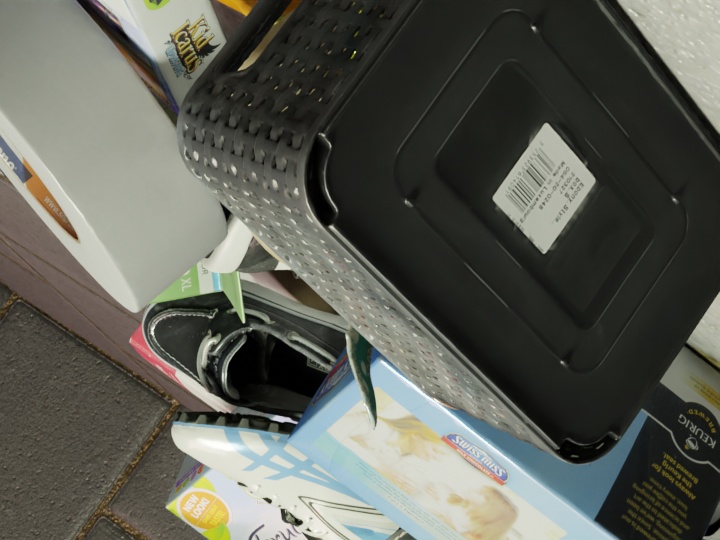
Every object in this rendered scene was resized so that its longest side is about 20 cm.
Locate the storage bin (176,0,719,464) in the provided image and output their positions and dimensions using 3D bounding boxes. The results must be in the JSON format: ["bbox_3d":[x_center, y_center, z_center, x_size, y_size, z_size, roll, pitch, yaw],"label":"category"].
[{"bbox_3d":[0.046,-0.036,0.696,0.200,0.136,0.094,44,167,-36],"label":"storage bin"}]

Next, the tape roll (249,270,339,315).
[{"bbox_3d":[0.000,0.000,1.165,0.202,0.071,0.203,35,168,8],"label":"tape roll"}]

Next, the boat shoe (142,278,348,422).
[{"bbox_3d":[-0.069,0.054,1.115,0.199,0.072,0.068,16,-158,34],"label":"boat shoe"}]

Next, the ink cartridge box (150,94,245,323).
[{"bbox_3d":[-0.128,-0.045,1.136,0.200,0.059,0.105,-129,32,-61],"label":"ink cartridge box"}]

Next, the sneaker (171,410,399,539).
[{"bbox_3d":[-0.029,0.137,1.108,0.199,0.073,0.072,25,170,-22],"label":"sneaker"}]

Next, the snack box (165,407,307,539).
[{"bbox_3d":[-0.003,0.158,1.226,0.200,0.068,0.169,39,124,-14],"label":"snack box"}]

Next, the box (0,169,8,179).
[{"bbox_3d":[-0.274,-0.154,1.277,0.199,0.105,0.148,35,169,7],"label":"box"}]

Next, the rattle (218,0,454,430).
[{"bbox_3d":[-0.021,-0.039,0.824,0.142,0.130,0.201,12,134,36],"label":"rattle"}]

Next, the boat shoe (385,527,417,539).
[{"bbox_3d":[0.068,0.106,1.088,0.063,0.200,0.071,46,147,-2],"label":"boat shoe"}]

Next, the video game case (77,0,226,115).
[{"bbox_3d":[-0.158,-0.185,0.891,0.200,0.045,0.181,42,170,17],"label":"video game case"}]

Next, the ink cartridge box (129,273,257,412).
[{"bbox_3d":[-0.045,0.057,1.341,0.199,0.145,0.084,33,171,15],"label":"ink cartridge box"}]

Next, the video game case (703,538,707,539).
[{"bbox_3d":[0.218,0.189,1.200,0.181,0.024,0.200,15,173,6],"label":"video game case"}]

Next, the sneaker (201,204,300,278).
[{"bbox_3d":[-0.009,-0.061,0.979,0.111,0.074,0.200,2,154,-24],"label":"sneaker"}]

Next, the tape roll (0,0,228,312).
[{"bbox_3d":[-0.156,-0.075,0.955,0.200,0.066,0.200,49,169,13],"label":"tape roll"}]

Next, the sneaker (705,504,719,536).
[{"bbox_3d":[0.163,0.131,1.204,0.199,0.072,0.083,26,166,43],"label":"sneaker"}]

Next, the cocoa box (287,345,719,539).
[{"bbox_3d":[0.088,0.084,0.986,0.200,0.132,0.133,37,146,-5],"label":"cocoa box"}]
